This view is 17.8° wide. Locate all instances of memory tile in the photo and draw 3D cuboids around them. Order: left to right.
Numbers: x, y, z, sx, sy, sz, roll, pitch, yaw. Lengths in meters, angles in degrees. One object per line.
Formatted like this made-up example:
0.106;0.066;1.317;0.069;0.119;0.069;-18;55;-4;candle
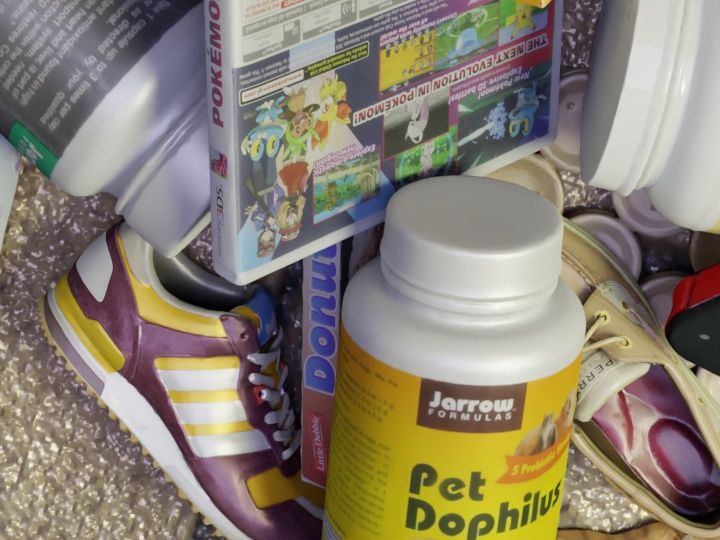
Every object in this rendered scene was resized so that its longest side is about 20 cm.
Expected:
0.132;0.010;1.125;0.200;0.017;0.153;39;102;-8;memory tile

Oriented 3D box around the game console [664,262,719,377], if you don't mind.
0.257;0.031;1.042;0.199;0.031;0.177;25;150;-31;game console

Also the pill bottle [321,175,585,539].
0.041;0.063;1.033;0.109;0.109;0.201;5;117;-1;pill bottle

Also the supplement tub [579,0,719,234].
0.208;-0.080;1.032;0.199;0.145;0.146;10;105;-3;supplement tub

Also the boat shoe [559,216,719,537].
0.116;0.046;1.091;0.074;0.066;0.200;-44;100;11;boat shoe

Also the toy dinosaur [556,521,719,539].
0.086;0.156;1.153;0.199;0.060;0.107;0;83;-6;toy dinosaur

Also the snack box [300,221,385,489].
0.000;0.000;1.080;0.024;0.072;0.201;14;117;27;snack box

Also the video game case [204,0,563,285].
0.015;-0.108;0.989;0.199;0.023;0.183;-25;129;-36;video game case

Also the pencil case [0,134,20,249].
-0.221;0.007;1.091;0.090;0.083;0.201;3;109;-45;pencil case

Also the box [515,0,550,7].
0.108;-0.213;0.981;0.041;0.200;0.120;17;132;26;box

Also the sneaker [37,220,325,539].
-0.060;0.060;1.110;0.090;0.075;0.200;-42;102;16;sneaker

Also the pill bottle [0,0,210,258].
-0.128;-0.107;1.032;0.200;0.113;0.113;42;102;0;pill bottle
